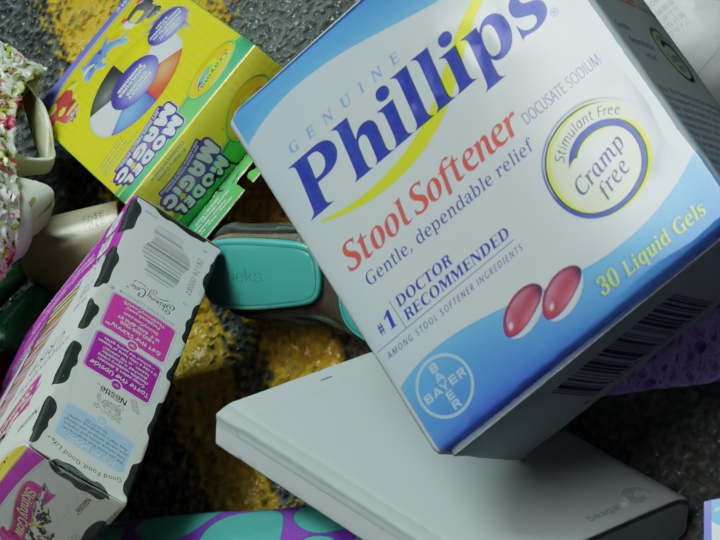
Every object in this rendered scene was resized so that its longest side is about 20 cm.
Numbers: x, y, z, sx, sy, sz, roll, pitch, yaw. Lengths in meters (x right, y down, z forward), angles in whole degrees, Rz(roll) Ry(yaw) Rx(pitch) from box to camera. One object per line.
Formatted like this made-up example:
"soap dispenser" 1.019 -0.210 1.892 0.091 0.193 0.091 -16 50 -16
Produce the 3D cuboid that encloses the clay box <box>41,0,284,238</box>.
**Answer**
"clay box" -0.108 -0.092 1.540 0.115 0.048 0.200 -51 31 -1

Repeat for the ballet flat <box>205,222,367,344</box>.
"ballet flat" 0.000 0.000 1.424 0.199 0.068 0.069 13 109 44

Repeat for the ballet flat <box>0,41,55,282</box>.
"ballet flat" -0.204 -0.057 1.535 0.076 0.063 0.201 121 153 -46

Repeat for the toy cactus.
"toy cactus" -0.212 -0.003 1.574 0.164 0.102 0.201 -23 44 10

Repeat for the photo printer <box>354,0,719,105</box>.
"photo printer" 0.106 -0.136 1.389 0.166 0.069 0.200 -39 75 -2

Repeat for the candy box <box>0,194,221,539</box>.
"candy box" -0.151 0.074 1.409 0.136 0.061 0.201 -48 17 38

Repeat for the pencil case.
"pencil case" -0.055 0.165 1.360 0.199 0.085 0.093 -9 43 32

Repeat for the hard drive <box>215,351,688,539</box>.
"hard drive" 0.042 0.098 1.315 0.199 0.131 0.026 28 125 42

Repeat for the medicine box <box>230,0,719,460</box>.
"medicine box" 0.071 -0.044 1.263 0.182 0.103 0.201 -40 70 18

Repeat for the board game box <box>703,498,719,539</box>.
"board game box" 0.239 0.139 1.090 0.134 0.200 0.045 -13 58 29

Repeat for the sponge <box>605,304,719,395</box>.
"sponge" 0.152 0.000 1.304 0.199 0.030 0.112 -8 94 26
